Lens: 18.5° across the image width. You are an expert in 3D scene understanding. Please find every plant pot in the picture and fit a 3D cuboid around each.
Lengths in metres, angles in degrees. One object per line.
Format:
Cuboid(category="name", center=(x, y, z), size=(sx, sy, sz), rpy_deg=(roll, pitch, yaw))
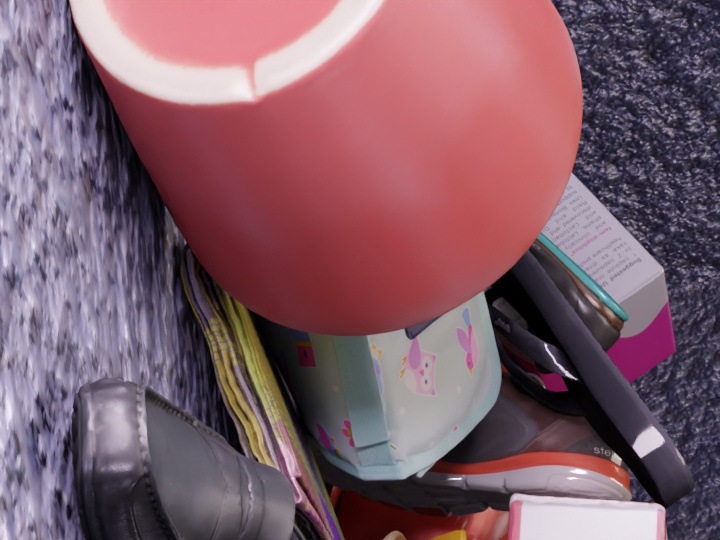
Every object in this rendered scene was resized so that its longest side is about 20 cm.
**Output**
Cuboid(category="plant pot", center=(-0.022, -0.095, 0.917), size=(0.177, 0.200, 0.201), rpy_deg=(48, 35, -61))

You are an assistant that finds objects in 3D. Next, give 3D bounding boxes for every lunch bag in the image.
Cuboid(category="lunch bag", center=(0.000, 0.000, 1.145), size=(0.200, 0.122, 0.170), rpy_deg=(-96, 174, -72))

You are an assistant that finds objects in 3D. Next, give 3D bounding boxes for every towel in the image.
Cuboid(category="towel", center=(-0.041, 0.080, 1.069), size=(0.200, 0.023, 0.144), rpy_deg=(70, -2, -63))

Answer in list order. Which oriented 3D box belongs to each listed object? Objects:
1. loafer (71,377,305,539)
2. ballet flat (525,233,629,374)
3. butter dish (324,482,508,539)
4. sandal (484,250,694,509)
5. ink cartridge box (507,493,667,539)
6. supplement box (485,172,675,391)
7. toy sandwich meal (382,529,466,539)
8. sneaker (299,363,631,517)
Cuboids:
Cuboid(category="loafer", center=(-0.061, 0.087, 0.837), size=(0.201, 0.070, 0.068), rpy_deg=(68, 17, -65))
Cuboid(category="ballet flat", center=(0.079, -0.016, 1.293), size=(0.068, 0.068, 0.200), rpy_deg=(38, 14, -48))
Cuboid(category="butter dish", center=(0.066, 0.148, 1.360), size=(0.200, 0.148, 0.200), rpy_deg=(76, 29, -51))
Cuboid(category="sandal", center=(0.102, 0.048, 1.167), size=(0.200, 0.043, 0.076), rpy_deg=(54, -4, 38))
Cuboid(category="ink cartridge box", center=(0.125, 0.209, 1.196), size=(0.200, 0.083, 0.145), rpy_deg=(60, 32, -73))
Cuboid(category="supplement box", center=(0.097, -0.012, 1.388), size=(0.200, 0.103, 0.101), rpy_deg=(48, -12, 33))
Cuboid(category="toy sandwich meal", center=(0.035, 0.216, 1.081), size=(0.205, 0.070, 0.205), rpy_deg=(-1, 90, -81))
Cuboid(category="sneaker", center=(0.057, 0.090, 1.235), size=(0.077, 0.200, 0.082), rpy_deg=(60, 38, -62))
